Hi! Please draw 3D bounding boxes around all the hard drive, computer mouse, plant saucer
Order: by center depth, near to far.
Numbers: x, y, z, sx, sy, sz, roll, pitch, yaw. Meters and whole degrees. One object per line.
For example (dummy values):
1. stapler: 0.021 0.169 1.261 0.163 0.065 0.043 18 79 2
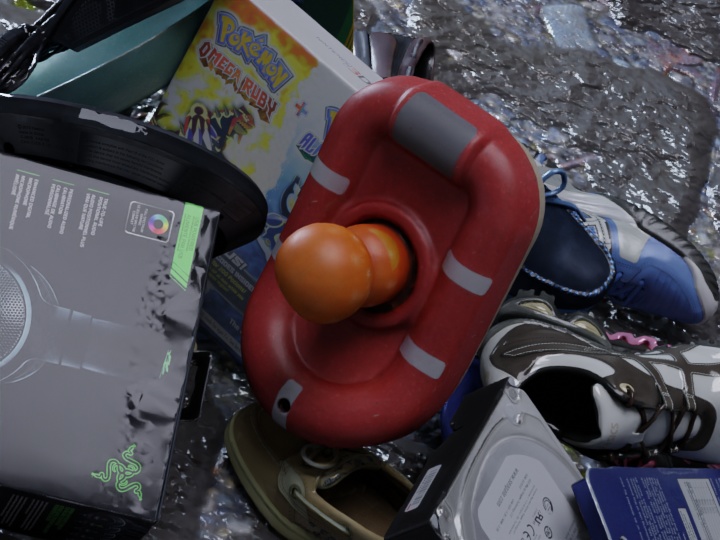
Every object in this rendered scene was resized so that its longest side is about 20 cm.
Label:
1. hard drive: 0.100 0.172 1.216 0.200 0.038 0.140 57 33 -14
2. computer mouse: -0.140 -0.173 1.381 0.053 0.199 0.139 61 28 -11
3. plant saucer: -0.160 -0.121 1.435 0.200 0.199 0.036 -45 114 -51

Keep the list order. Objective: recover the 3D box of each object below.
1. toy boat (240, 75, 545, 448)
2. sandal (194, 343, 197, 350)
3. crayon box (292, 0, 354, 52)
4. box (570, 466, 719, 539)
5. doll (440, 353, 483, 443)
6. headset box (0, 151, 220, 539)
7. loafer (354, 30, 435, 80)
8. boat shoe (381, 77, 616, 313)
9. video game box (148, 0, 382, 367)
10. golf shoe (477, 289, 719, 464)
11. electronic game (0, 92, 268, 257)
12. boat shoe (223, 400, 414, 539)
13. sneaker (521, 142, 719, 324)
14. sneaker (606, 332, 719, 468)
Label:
1. toy boat: 0.000 0.000 1.231 0.130 0.201 0.131 35 21 24
2. sandal: -0.175 0.028 1.303 0.211 0.070 0.078 -3 45 -31
3. crayon box: -0.064 -0.166 1.521 0.126 0.200 0.052 40 67 21
4. box: 0.173 0.165 1.259 0.200 0.032 0.122 10 57 -58
5. doll: 0.066 0.065 1.386 0.136 0.048 0.200 39 24 -24
6. headset box: -0.177 0.040 1.212 0.199 0.093 0.175 16 69 -11
7. loafer: 0.031 -0.098 1.551 0.063 0.072 0.200 -9 40 -2
8. boat shoe: 0.072 -0.043 1.444 0.199 0.069 0.084 30 59 -3
9. video game box: -0.042 -0.039 1.358 0.200 0.183 0.047 41 23 23
10. golf shoe: 0.159 0.081 1.314 0.199 0.078 0.095 14 31 4
11. electronic game: -0.148 -0.051 1.284 0.199 0.200 0.042 16 74 -10
12. boat shoe: 0.007 0.130 1.282 0.200 0.063 0.073 40 41 21
13. sneaker: 0.137 -0.010 1.527 0.199 0.076 0.077 27 59 5
14. sneaker: 0.186 0.114 1.398 0.199 0.079 0.095 32 53 15
